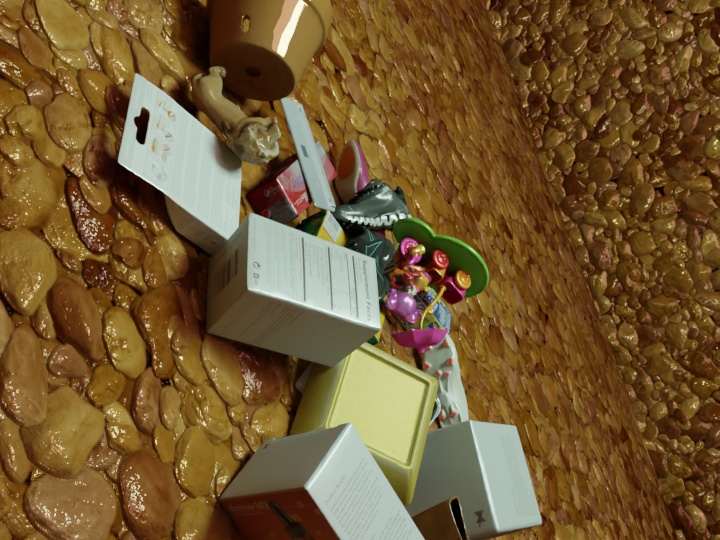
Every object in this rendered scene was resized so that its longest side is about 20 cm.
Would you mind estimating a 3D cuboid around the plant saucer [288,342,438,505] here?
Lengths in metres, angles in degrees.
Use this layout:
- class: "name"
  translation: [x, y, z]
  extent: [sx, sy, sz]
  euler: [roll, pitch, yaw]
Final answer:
- class: "plant saucer"
  translation: [0.019, 0.193, 1.103]
  extent: [0.198, 0.048, 0.202]
  euler: [28, 55, -14]

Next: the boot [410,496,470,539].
- class: "boot"
  translation: [0.068, 0.403, 0.995]
  extent: [0.068, 0.198, 0.191]
  euler: [26, 47, -52]

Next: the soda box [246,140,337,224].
- class: "soda box"
  translation: [-0.105, -0.138, 1.261]
  extent: [0.071, 0.063, 0.200]
  euler: [59, 26, -15]

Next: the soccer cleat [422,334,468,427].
- class: "soccer cleat"
  translation: [0.161, 0.213, 1.484]
  extent: [0.077, 0.068, 0.204]
  euler: [-4, 83, -71]

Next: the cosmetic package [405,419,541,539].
- class: "cosmetic package"
  translation: [0.165, 0.346, 1.267]
  extent: [0.199, 0.165, 0.169]
  euler: [22, 51, -56]

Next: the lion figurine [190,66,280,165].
- class: "lion figurine"
  translation: [-0.186, -0.220, 1.117]
  extent: [0.199, 0.073, 0.122]
  euler: [36, 22, 9]

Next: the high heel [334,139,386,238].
- class: "high heel"
  translation: [0.009, -0.138, 1.462]
  extent: [0.095, 0.067, 0.203]
  euler: [14, 61, -47]

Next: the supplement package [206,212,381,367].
- class: "supplement package"
  translation: [-0.086, 0.030, 1.032]
  extent: [0.198, 0.117, 0.119]
  euler: [20, 48, -31]

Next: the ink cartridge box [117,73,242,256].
- class: "ink cartridge box"
  translation: [-0.237, -0.133, 1.029]
  extent: [0.199, 0.047, 0.162]
  euler: [37, 38, -41]

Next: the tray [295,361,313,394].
- class: "tray"
  translation: [0.009, 0.192, 1.141]
  extent: [0.200, 0.022, 0.108]
  euler: [43, 52, -3]

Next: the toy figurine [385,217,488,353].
- class: "toy figurine"
  translation: [0.101, 0.040, 1.333]
  extent: [0.200, 0.150, 0.185]
  euler: [42, 53, -15]

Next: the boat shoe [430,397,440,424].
- class: "boat shoe"
  translation: [0.108, 0.238, 1.358]
  extent: [0.074, 0.066, 0.200]
  euler: [62, 26, -9]

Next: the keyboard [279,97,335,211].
- class: "keyboard"
  translation: [-0.086, -0.187, 1.260]
  extent: [0.056, 0.011, 0.203]
  euler: [6, 60, -53]

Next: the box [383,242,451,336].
- class: "box"
  translation: [0.091, 0.048, 1.477]
  extent: [0.201, 0.069, 0.065]
  euler: [52, 31, -29]

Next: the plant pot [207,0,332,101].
- class: "plant pot"
  translation: [-0.151, -0.361, 1.229]
  extent: [0.200, 0.198, 0.142]
  euler: [38, 54, -45]

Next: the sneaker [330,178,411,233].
- class: "sneaker"
  translation: [0.011, -0.114, 1.381]
  extent: [0.198, 0.066, 0.092]
  euler: [-4, 82, -43]

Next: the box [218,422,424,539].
- class: "box"
  translation: [-0.038, 0.297, 0.916]
  extent: [0.202, 0.151, 0.106]
  euler: [58, 41, -15]

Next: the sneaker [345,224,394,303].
- class: "sneaker"
  translation: [0.000, 0.000, 1.227]
  extent: [0.079, 0.075, 0.201]
  euler: [41, 28, -18]

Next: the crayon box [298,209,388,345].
- class: "crayon box"
  translation: [-0.033, 0.017, 1.276]
  extent: [0.201, 0.058, 0.119]
  euler: [55, 28, -24]
